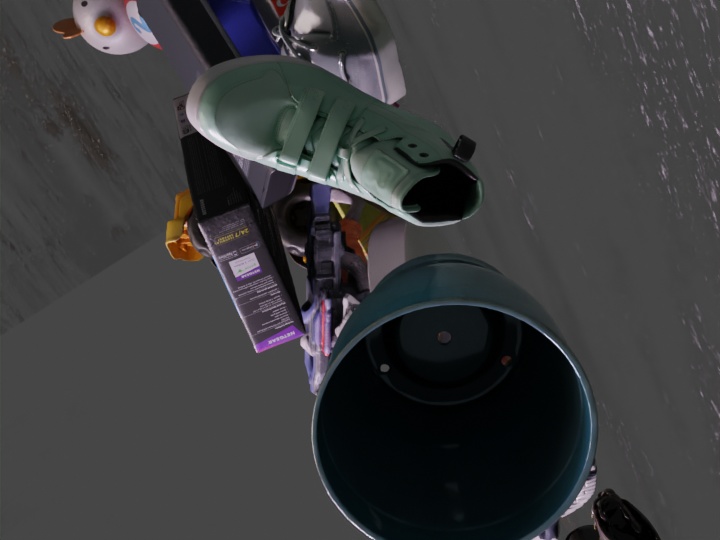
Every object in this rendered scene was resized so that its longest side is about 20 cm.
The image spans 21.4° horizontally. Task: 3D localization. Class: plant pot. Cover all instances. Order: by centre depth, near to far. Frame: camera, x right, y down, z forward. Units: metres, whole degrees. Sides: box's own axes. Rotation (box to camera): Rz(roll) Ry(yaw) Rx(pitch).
[{"bbox_3d":[0.066,0.081,1.408,0.200,0.200,0.188,59,-169,-17],"label":"plant pot"}]

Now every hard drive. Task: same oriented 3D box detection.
[{"bbox_3d":[-0.114,-0.152,1.494,0.200,0.033,0.140,58,170,5],"label":"hard drive"}]

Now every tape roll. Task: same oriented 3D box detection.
[{"bbox_3d":[0.061,0.048,1.651,0.203,0.037,0.203,-17,-90,-73],"label":"tape roll"}]

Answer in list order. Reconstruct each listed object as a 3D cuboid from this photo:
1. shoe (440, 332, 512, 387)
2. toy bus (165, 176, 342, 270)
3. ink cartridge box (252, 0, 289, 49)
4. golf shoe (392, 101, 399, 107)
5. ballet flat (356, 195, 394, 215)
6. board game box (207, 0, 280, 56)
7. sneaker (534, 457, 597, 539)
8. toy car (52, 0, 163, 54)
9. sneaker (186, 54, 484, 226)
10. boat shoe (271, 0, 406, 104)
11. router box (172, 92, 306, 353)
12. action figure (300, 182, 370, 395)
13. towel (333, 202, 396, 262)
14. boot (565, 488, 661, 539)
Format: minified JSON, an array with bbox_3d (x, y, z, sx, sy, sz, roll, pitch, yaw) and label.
[{"bbox_3d":[0.126,0.086,1.557,0.091,0.071,0.201,-45,47,48],"label":"shoe"},{"bbox_3d":[-0.088,-0.097,1.867,0.136,0.199,0.193,50,-144,-80],"label":"toy bus"},{"bbox_3d":[-0.062,-0.230,1.481,0.109,0.050,0.200,55,175,42],"label":"ink cartridge box"},{"bbox_3d":[-0.006,-0.102,1.502,0.075,0.091,0.200,53,176,37],"label":"golf shoe"},{"bbox_3d":[-0.015,-0.117,1.706,0.063,0.069,0.200,46,-172,-51],"label":"ballet flat"},{"bbox_3d":[-0.113,-0.244,1.666,0.160,0.097,0.200,60,175,-35],"label":"board game box"},{"bbox_3d":[0.152,0.166,1.711,0.199,0.079,0.130,94,167,-55],"label":"sneaker"},{"bbox_3d":[-0.235,-0.272,1.976,0.185,0.199,0.177,62,-159,-23],"label":"toy car"},{"bbox_3d":[-0.010,-0.085,1.258,0.200,0.074,0.118,13,-165,-21],"label":"sneaker"},{"bbox_3d":[-0.020,-0.160,1.318,0.070,0.071,0.201,56,176,27],"label":"boat shoe"},{"bbox_3d":[-0.106,-0.048,1.651,0.200,0.051,0.149,-107,-4,-53],"label":"router box"},{"bbox_3d":[0.000,0.000,1.666,0.194,0.104,0.201,-92,3,-58],"label":"action figure"},{"bbox_3d":[0.005,-0.073,1.795,0.200,0.018,0.086,59,-141,-16],"label":"towel"},{"bbox_3d":[0.226,0.244,1.627,0.200,0.069,0.174,48,166,46],"label":"boot"}]
